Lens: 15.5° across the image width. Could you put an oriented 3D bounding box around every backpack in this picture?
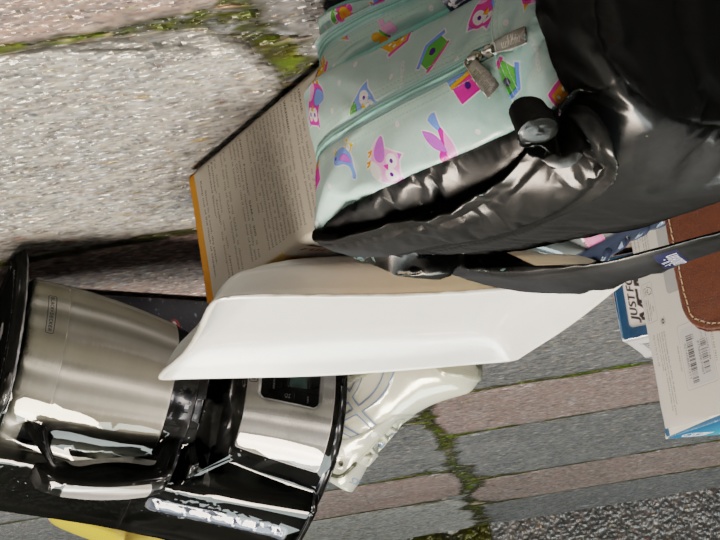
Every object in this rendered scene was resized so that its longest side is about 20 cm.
[{"bbox_3d":[0.070,-0.066,1.074,0.167,0.127,0.200,18,154,-42],"label":"backpack"}]

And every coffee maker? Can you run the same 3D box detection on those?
[{"bbox_3d":[-0.124,0.088,1.507,0.199,0.135,0.192,14,161,-14],"label":"coffee maker"}]

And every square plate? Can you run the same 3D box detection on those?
[{"bbox_3d":[0.008,0.021,1.314,0.198,0.029,0.200,-2,167,-13],"label":"square plate"}]

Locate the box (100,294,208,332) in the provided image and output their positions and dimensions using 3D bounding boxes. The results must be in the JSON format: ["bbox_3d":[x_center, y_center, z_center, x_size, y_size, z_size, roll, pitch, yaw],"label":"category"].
[{"bbox_3d":[-0.193,0.049,1.652,0.136,0.038,0.200,-19,165,38],"label":"box"}]

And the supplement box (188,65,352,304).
[{"bbox_3d":[0.010,-0.042,1.274,0.126,0.074,0.200,-4,167,-23],"label":"supplement box"}]

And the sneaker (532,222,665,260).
[{"bbox_3d":[0.123,-0.023,1.434,0.199,0.082,0.070,-6,168,-14],"label":"sneaker"}]

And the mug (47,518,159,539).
[{"bbox_3d":[-0.117,0.171,1.906,0.186,0.153,0.149,-7,144,30],"label":"mug"}]

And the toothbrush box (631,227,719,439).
[{"bbox_3d":[0.273,0.017,1.586,0.200,0.147,0.085,-2,167,-30],"label":"toothbrush box"}]

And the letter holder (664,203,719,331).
[{"bbox_3d":[0.244,-0.054,1.224,0.100,0.143,0.200,2,164,-43],"label":"letter holder"}]

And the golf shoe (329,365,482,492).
[{"bbox_3d":[0.004,0.117,2.000,0.200,0.098,0.078,-15,166,20],"label":"golf shoe"}]

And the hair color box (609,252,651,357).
[{"bbox_3d":[0.272,0.006,1.747,0.199,0.061,0.100,-12,168,13],"label":"hair color box"}]
